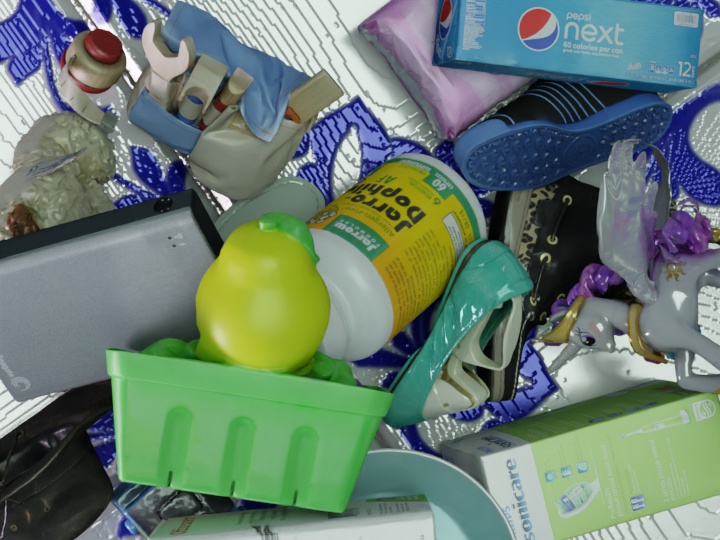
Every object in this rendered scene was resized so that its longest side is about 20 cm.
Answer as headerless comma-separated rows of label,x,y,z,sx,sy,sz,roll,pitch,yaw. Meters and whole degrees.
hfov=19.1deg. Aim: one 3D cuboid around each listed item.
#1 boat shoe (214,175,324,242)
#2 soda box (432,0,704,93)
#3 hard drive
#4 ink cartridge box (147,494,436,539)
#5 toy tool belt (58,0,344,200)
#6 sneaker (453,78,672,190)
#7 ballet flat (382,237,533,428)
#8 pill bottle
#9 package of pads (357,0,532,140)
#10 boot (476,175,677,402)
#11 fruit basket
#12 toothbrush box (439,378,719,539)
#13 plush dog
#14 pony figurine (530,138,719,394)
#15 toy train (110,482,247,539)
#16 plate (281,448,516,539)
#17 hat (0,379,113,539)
boat shoe,-0.102,0.010,1.703,0.076,0.060,0.200,41,74,12
soda box,0.161,-0.182,1.672,0.200,0.068,0.064,6,90,-13
hard drive,-0.189,0.020,1.556,0.200,0.033,0.140,-15,133,13
ink cartridge box,-0.045,0.215,1.536,0.200,0.146,0.084,-6,89,0
toy tool belt,-0.121,-0.155,1.660,0.200,0.123,0.125,29,42,-11
sneaker,0.152,-0.121,1.725,0.200,0.078,0.070,-13,136,-27
ballet flat,0.078,0.068,1.679,0.070,0.200,0.067,43,37,24
pill bottle,0.000,0.000,1.652,0.200,0.113,0.113,-39,97,-40
package of pads,0.109,-0.207,1.734,0.200,0.076,0.121,-37,98,-8
boot,0.175,0.016,1.746,0.150,0.073,0.200,9,80,-10
fruit basket,-0.077,0.059,1.502,0.215,0.156,0.216,0,88,-5
toothbrush box,0.180,0.154,1.708,0.200,0.146,0.086,-14,93,-11
plush dog,-0.226,0.001,1.649,0.200,0.160,0.172,-44,120,-8
pony figurine,0.239,0.004,1.640,0.200,0.166,0.193,14,94,24
toy train,-0.114,0.217,1.670,0.087,0.114,0.200,-42,96,-7
plate,0.023,0.234,1.621,0.200,0.026,0.201,0,88,0
hat,-0.244,0.169,1.615,0.200,0.201,0.081,-35,101,-9
